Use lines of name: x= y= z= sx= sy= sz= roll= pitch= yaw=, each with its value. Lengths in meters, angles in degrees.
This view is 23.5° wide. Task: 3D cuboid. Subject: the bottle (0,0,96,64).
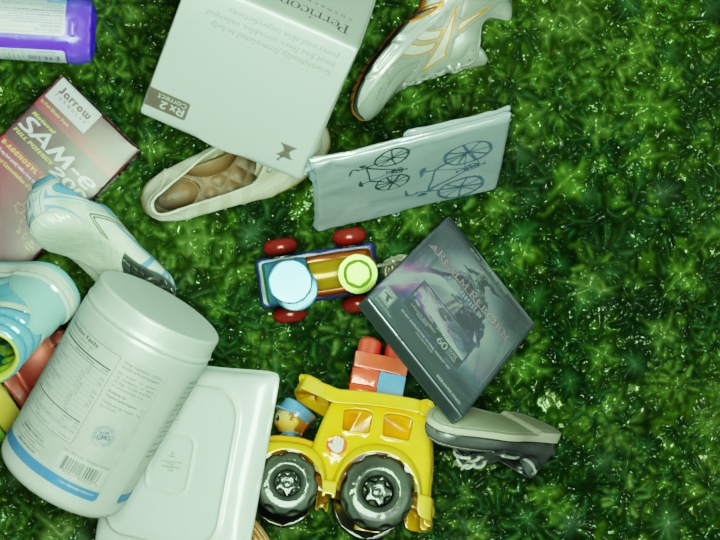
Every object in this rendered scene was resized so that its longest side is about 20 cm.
bottle: x=-0.357 y=-0.237 z=1.672 sx=0.200 sy=0.084 sz=0.065 roll=3 pitch=93 yaw=-4

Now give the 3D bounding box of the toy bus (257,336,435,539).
toy bus: x=-0.021 y=0.159 z=1.693 sx=0.200 sy=0.136 sz=0.192 roll=8 pitch=77 yaw=-2

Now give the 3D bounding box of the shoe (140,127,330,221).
shoe: x=-0.121 y=-0.096 z=1.709 sx=0.200 sy=0.053 sz=0.070 roll=-24 pitch=93 yaw=-4

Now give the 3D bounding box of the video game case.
video game case: x=0.087 y=0.043 z=1.674 sx=0.019 sy=0.200 sz=0.143 roll=-36 pitch=95 yaw=36

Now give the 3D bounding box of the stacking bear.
stacking bear: x=-0.364 y=0.121 z=1.670 sx=0.200 sy=0.121 sz=0.114 roll=-36 pitch=94 yaw=-12

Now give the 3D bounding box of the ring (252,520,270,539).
ring: x=-0.153 y=0.303 z=1.683 sx=0.200 sy=0.019 sz=0.201 roll=8 pitch=106 yaw=28

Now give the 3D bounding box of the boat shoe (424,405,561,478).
boat shoe: x=0.125 y=0.172 z=1.681 sx=0.073 sy=0.200 sz=0.063 roll=28 pitch=101 yaw=36

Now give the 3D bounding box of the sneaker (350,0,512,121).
sneaker: x=0.075 y=-0.216 z=1.717 sx=0.092 sy=0.076 sz=0.200 roll=41 pitch=89 yaw=-9

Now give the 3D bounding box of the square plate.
square plate: x=-0.174 y=0.184 z=1.650 sx=0.200 sy=0.028 sz=0.198 roll=5 pitch=82 yaw=38

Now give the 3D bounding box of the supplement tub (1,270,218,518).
supplement tub: x=-0.234 y=0.116 z=1.612 sx=0.132 sy=0.132 sz=0.200 roll=31 pitch=99 yaw=-5

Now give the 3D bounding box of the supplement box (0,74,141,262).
supplement box: x=-0.321 y=-0.082 z=1.689 sx=0.109 sy=0.061 sz=0.200 roll=44 pitch=87 yaw=-6

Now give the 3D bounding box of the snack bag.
snack bag: x=0.044 y=-0.095 z=1.661 sx=0.200 sy=0.189 sz=0.021 roll=-15 pitch=73 yaw=-4

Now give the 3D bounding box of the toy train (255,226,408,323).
toy train: x=0.000 y=0.000 z=1.690 sx=0.200 sy=0.116 sz=0.085 roll=-8 pitch=92 yaw=-5

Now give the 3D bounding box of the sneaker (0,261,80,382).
sneaker: x=-0.370 y=0.052 z=1.603 sx=0.200 sy=0.131 sz=0.080 roll=-7 pitch=122 yaw=33

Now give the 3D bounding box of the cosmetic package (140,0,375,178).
cosmetic package: x=-0.084 y=-0.227 z=1.612 sx=0.165 sy=0.200 sz=0.165 roll=22 pitch=131 yaw=-6

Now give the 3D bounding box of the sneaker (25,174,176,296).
sneaker: x=-0.243 y=-0.024 z=1.659 sx=0.072 sy=0.200 sz=0.073 roll=-22 pitch=50 yaw=23
